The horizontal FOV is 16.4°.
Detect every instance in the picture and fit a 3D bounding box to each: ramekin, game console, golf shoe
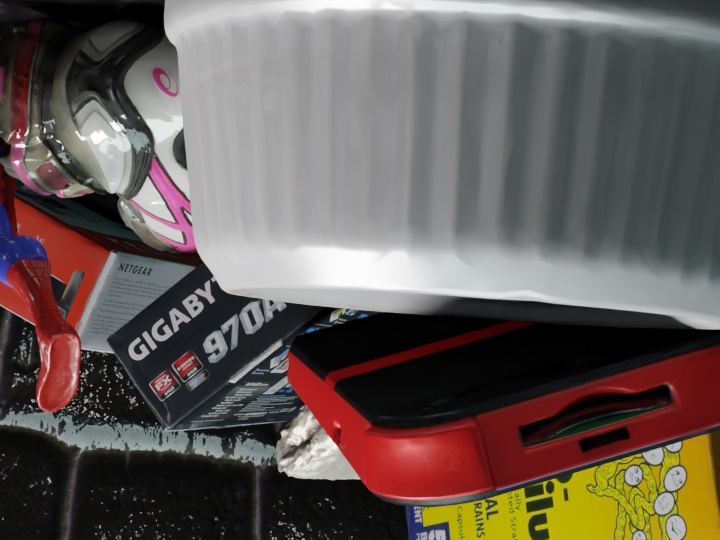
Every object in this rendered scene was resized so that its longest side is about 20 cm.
[{"bbox_3d":[0.039,-0.035,0.745,0.201,0.095,0.202,4,177,0],"label":"ramekin"},{"bbox_3d":[0.083,0.026,0.850,0.199,0.031,0.177,-15,-169,-10],"label":"game console"},{"bbox_3d":[-0.051,-0.044,0.910,0.091,0.073,0.200,2,176,23],"label":"golf shoe"}]

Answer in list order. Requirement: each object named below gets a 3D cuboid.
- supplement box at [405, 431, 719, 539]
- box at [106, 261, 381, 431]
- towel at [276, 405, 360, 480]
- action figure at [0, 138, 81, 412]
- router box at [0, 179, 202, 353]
[{"bbox_3d":[0.121,0.087,1.142,0.109,0.110,0.199,5,163,-41],"label":"supplement box"},{"bbox_3d":[0.000,0.000,1.006,0.159,0.046,0.200,-38,169,11],"label":"box"},{"bbox_3d":[0.063,0.029,1.028,0.132,0.035,0.200,3,146,-40],"label":"towel"},{"bbox_3d":[-0.149,-0.025,0.881,0.065,0.052,0.200,2,-143,-24],"label":"action figure"},{"bbox_3d":[-0.147,-0.016,1.204,0.179,0.049,0.200,28,-173,24],"label":"router box"}]
